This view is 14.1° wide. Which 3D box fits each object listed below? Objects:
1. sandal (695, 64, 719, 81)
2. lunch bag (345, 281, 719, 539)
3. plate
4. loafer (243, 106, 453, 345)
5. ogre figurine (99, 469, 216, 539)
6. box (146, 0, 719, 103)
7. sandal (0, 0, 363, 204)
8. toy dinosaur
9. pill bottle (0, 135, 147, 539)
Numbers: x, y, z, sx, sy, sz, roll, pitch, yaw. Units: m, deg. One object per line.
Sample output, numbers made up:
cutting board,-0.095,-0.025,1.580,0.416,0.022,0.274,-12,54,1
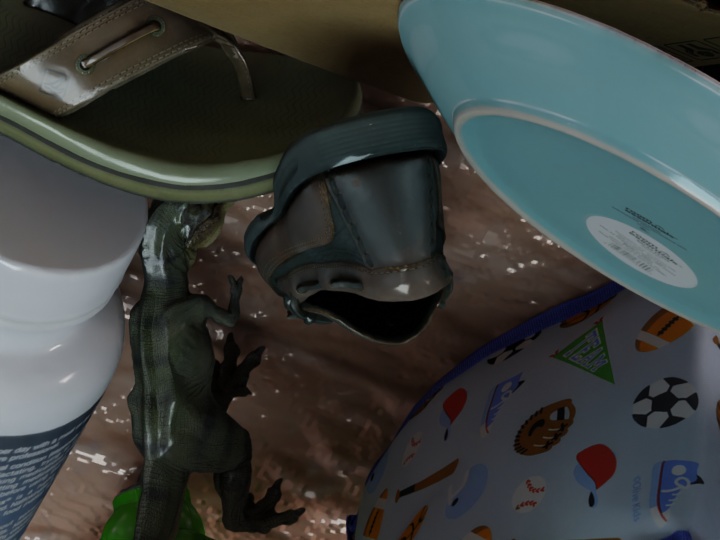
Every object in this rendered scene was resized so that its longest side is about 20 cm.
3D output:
sandal,0.137,-0.069,0.990,0.075,0.048,0.201,17,132,-9
lunch bag,0.072,0.111,1.085,0.199,0.171,0.124,-27,119,27
plate,0.092,-0.020,0.895,0.199,0.026,0.200,30,168,7
loafer,0.000,0.000,0.997,0.071,0.063,0.200,-14,168,-4
ogre figurine,-0.072,0.162,1.162,0.097,0.200,0.121,10,114,-15
box,0.015,-0.092,0.906,0.163,0.021,0.200,19,168,-32
sandal,-0.095,-0.077,0.995,0.200,0.080,0.058,16,128,-6
toy dinosaur,-0.060,0.060,1.087,0.047,0.202,0.088,-1,173,26
pill bottle,-0.154,0.032,1.074,0.119,0.120,0.200,22,132,-13
